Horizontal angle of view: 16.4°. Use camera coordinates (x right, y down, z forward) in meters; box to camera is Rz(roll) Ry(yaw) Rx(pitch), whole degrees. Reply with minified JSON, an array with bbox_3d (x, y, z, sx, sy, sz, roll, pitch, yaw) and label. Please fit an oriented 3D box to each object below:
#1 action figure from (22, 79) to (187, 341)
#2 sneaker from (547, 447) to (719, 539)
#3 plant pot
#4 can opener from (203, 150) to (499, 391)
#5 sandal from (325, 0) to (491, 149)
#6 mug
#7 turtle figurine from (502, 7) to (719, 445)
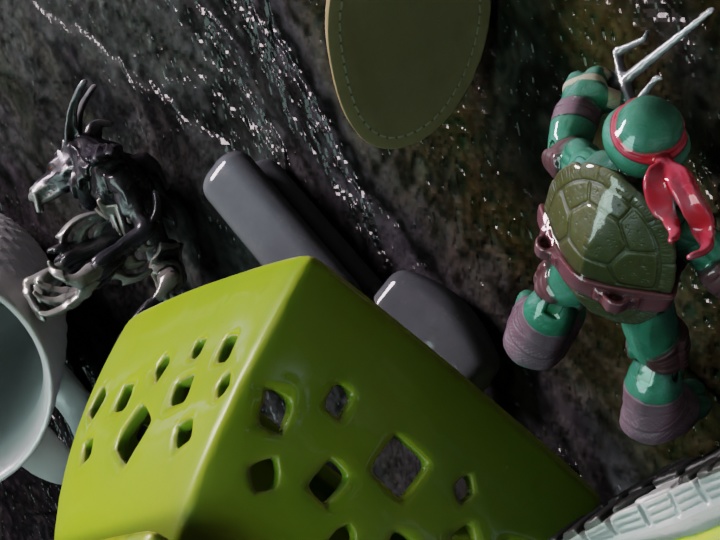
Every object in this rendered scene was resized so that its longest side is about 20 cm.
[{"bbox_3d":[-0.141,-0.001,1.401,0.201,0.102,0.119,64,175,2],"label":"action figure"},{"bbox_3d":[0.148,0.128,1.069,0.091,0.078,0.200,61,149,2],"label":"sneaker"},{"bbox_3d":[-0.040,0.133,1.183,0.199,0.182,0.200,40,152,-17],"label":"plant pot"},{"bbox_3d":[0.000,0.000,1.260,0.067,0.053,0.200,-51,58,18],"label":"can opener"},{"bbox_3d":[0.012,-0.166,1.130,0.070,0.077,0.213,-115,18,-58],"label":"sandal"},{"bbox_3d":[-0.233,0.053,1.531,0.200,0.148,0.175,43,-165,-16],"label":"mug"},{"bbox_3d":[0.116,-0.021,1.021,0.150,0.100,0.201,50,148,29],"label":"turtle figurine"}]
